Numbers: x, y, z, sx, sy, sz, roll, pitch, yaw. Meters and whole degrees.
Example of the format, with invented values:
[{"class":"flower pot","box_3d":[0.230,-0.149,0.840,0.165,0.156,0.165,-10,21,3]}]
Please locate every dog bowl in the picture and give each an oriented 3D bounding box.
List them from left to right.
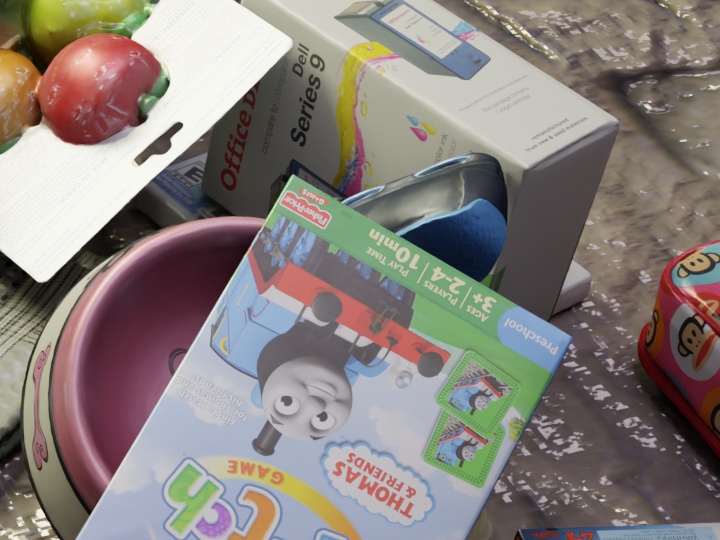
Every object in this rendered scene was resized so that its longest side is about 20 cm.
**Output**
[{"class":"dog bowl","box_3d":[-0.058,0.063,1.221,0.199,0.074,0.201,3,72,-9]}]

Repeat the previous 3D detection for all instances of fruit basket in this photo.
[{"class":"fruit basket","box_3d":[-0.157,-0.098,1.396,0.185,0.094,0.200,-45,56,-12]}]

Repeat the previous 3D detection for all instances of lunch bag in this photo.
[{"class":"lunch bag","box_3d":[0.272,0.054,1.433,0.199,0.082,0.176,-9,43,-31]}]

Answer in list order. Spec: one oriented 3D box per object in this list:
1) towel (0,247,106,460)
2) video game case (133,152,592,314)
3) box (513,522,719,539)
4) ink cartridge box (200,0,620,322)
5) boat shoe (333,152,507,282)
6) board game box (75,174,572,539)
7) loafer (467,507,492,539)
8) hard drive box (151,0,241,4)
[{"class":"towel","box_3d":[-0.226,0.014,1.340,0.192,0.035,0.200,26,36,14]},{"class":"video game case","box_3d":[0.002,-0.018,1.479,0.200,0.022,0.182,38,41,28]},{"class":"box","box_3d":[0.183,0.182,1.266,0.199,0.038,0.137,0,39,-21]},{"class":"ink cartridge box","box_3d":[0.021,-0.062,1.402,0.200,0.146,0.087,37,41,25]},{"class":"boat shoe","box_3d":[0.000,0.000,1.338,0.200,0.084,0.069,-18,36,31]},{"class":"board game box","box_3d":[-0.016,0.079,1.166,0.151,0.037,0.200,30,71,0]},{"class":"loafer","box_3d":[-0.023,0.084,1.294,0.200,0.068,0.076,26,37,14]},{"class":"hard drive box","box_3d":[-0.142,-0.197,1.561,0.200,0.077,0.156,35,9,26]}]
